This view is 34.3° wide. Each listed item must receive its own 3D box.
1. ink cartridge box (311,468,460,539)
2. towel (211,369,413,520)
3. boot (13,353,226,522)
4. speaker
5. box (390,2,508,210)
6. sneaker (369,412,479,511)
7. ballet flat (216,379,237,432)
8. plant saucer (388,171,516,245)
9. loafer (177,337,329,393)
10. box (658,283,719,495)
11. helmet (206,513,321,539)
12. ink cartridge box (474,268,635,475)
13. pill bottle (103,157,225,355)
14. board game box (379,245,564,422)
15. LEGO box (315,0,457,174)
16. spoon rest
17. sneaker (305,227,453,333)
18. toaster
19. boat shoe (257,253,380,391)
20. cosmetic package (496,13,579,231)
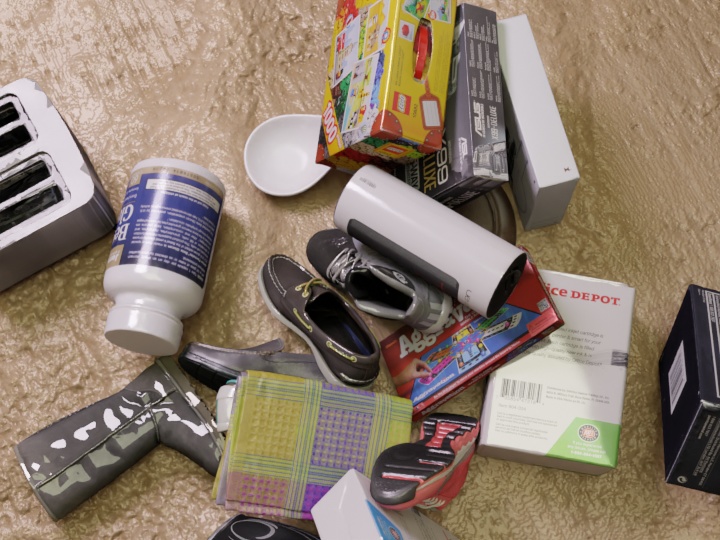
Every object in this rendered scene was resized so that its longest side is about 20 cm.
[{"bbox_3d":[0.052,0.298,1.176,0.200,0.116,0.067,38,101,-29],"label":"ink cartridge box"},{"bbox_3d":[-0.047,0.186,1.214,0.199,0.023,0.144,10,87,-16],"label":"towel"},{"bbox_3d":[-0.250,0.204,1.257,0.200,0.073,0.182,-33,63,-16],"label":"boot"},{"bbox_3d":[0.074,-0.032,1.228,0.199,0.081,0.081,32,76,18],"label":"speaker"},{"bbox_3d":[0.092,-0.168,1.289,0.050,0.158,0.201,7,72,-30],"label":"box"},{"bbox_3d":[0.074,0.216,1.201,0.073,0.200,0.087,5,105,27],"label":"sneaker"},{"bbox_3d":[-0.065,0.178,1.248,0.199,0.069,0.070,21,74,-15],"label":"ballet flat"},{"bbox_3d":[0.083,-0.051,1.354,0.199,0.032,0.201,0,73,0],"label":"plant saucer"},{"bbox_3d":[-0.100,0.110,1.291,0.199,0.073,0.073,18,65,-5],"label":"loafer"},{"bbox_3d":[0.423,0.137,1.205,0.197,0.124,0.200,13,36,4],"label":"box"},{"bbox_3d":[-0.083,0.352,1.149,0.190,0.200,0.201,30,76,12],"label":"helmet"},{"bbox_3d":[0.212,0.110,1.278,0.145,0.084,0.201,10,74,2],"label":"ink cartridge box"},{"bbox_3d":[-0.220,-0.013,1.290,0.110,0.111,0.201,8,67,2],"label":"pill bottle"},{"bbox_3d":[0.116,0.069,1.261,0.200,0.019,0.103,-36,53,19],"label":"board game box"},{"bbox_3d":[0.028,-0.216,1.269,0.077,0.149,0.201,15,73,-27],"label":"LEGO box"},{"bbox_3d":[-0.039,-0.148,1.366,0.199,0.061,0.100,-16,74,-5],"label":"spoon rest"},{"bbox_3d":[0.000,0.000,1.266,0.199,0.115,0.075,27,98,30],"label":"sneaker"},{"bbox_3d":[-0.384,-0.096,1.320,0.199,0.119,0.181,-29,77,-8],"label":"toaster"},{"bbox_3d":[-0.043,0.046,1.282,0.071,0.061,0.201,-17,54,-36],"label":"boat shoe"},{"bbox_3d":[0.187,-0.164,1.324,0.051,0.151,0.201,-14,74,-4],"label":"cosmetic package"}]
